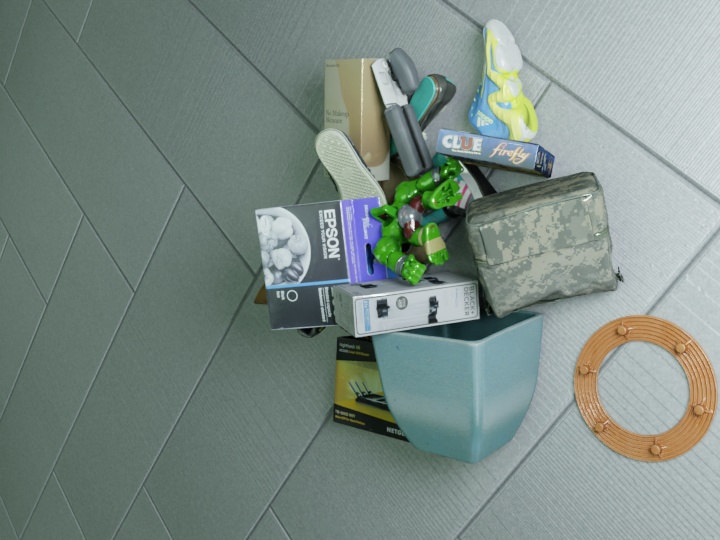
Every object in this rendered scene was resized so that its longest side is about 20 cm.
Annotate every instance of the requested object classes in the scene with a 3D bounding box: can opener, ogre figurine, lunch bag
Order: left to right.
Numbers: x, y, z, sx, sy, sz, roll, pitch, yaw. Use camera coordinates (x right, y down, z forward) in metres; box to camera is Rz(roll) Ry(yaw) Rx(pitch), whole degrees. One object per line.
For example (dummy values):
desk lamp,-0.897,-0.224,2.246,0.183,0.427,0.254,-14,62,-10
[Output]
can opener,0.074,-0.252,1.190,0.067,0.053,0.202,-27,80,50
ogre figurine,0.082,-0.077,1.144,0.119,0.098,0.202,2,85,51
lunch bag,0.253,-0.029,1.051,0.198,0.139,0.169,-14,106,16

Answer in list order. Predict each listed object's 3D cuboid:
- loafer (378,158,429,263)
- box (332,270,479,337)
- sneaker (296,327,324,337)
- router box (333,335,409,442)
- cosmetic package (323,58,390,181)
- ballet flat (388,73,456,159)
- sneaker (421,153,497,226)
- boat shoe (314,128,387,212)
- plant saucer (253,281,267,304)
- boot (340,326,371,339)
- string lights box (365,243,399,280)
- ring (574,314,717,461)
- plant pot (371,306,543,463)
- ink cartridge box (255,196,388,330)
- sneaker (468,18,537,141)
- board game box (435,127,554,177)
loafer,0.075,-0.107,1.284,0.076,0.067,0.201,-38,66,34
box,0.068,0.047,1.136,0.117,0.198,0.061,-158,62,-70
sneaker,-0.095,0.023,1.261,0.074,0.085,0.201,-10,115,26
router box,0.042,0.204,1.320,0.199,0.052,0.159,4,92,41
cosmetic package,-0.006,-0.255,1.270,0.105,0.071,0.202,13,108,47
ballet flat,0.094,-0.249,1.262,0.200,0.068,0.068,-41,64,46
sneaker,0.153,-0.099,1.202,0.121,0.083,0.201,-46,54,26
boat shoe,-0.010,-0.142,1.209,0.074,0.062,0.201,-25,112,13
plant saucer,-0.120,-0.005,1.392,0.035,0.200,0.201,39,118,3
boot,-0.022,0.048,1.364,0.199,0.107,0.075,25,132,11
string lights box,0.000,0.000,1.269,0.200,0.059,0.103,49,146,9
ring,0.388,0.163,1.039,0.199,0.019,0.202,0,91,41
plant pot,0.152,0.172,1.143,0.195,0.195,0.202,4,103,41
ink cartridge box,-0.058,-0.010,1.194,0.198,0.043,0.200,-6,97,11
sneaker,0.202,-0.283,1.169,0.105,0.075,0.202,-20,77,40
board game box,0.197,-0.165,1.067,0.134,0.200,0.035,13,98,19
